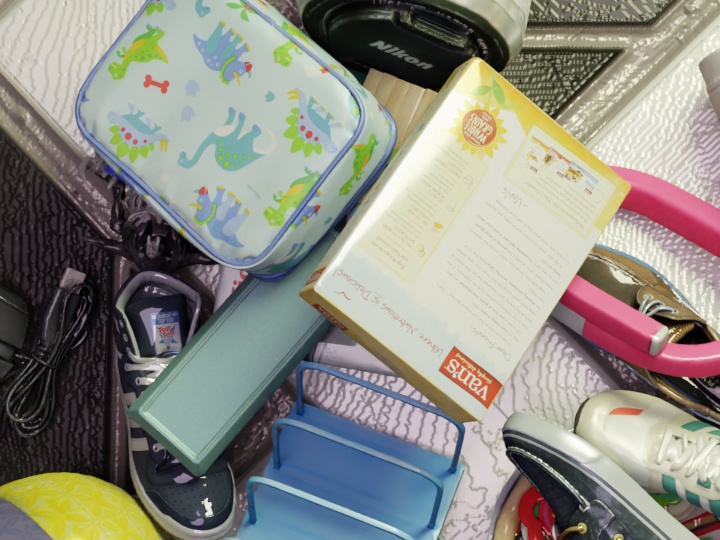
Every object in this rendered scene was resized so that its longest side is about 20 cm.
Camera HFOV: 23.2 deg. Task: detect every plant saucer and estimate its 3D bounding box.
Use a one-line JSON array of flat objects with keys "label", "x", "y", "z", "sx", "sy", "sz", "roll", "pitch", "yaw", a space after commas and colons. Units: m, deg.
[{"label": "plant saucer", "x": -0.073, "y": 0.047, "z": 1.230, "sx": 0.070, "sy": 0.019, "sz": 0.200, "roll": 41, "pitch": 83, "yaw": 3}]

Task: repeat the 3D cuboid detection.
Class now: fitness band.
[{"label": "fitness band", "x": 0.200, "y": -0.004, "z": 1.231, "sx": 0.200, "sy": 0.037, "sz": 0.144, "roll": 33, "pitch": 55, "yaw": 26}]

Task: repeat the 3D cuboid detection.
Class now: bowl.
[{"label": "bowl", "x": -0.181, "y": 0.222, "z": 1.296, "sx": 0.108, "sy": 0.200, "sz": 0.200, "roll": -33, "pitch": 83, "yaw": -29}]

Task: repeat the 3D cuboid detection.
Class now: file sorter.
[{"label": "file sorter", "x": -0.020, "y": 0.185, "z": 1.237, "sx": 0.138, "sy": 0.123, "sz": 0.200, "roll": 20, "pitch": 65, "yaw": 7}]

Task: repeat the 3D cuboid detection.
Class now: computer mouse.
[{"label": "computer mouse", "x": -0.315, "y": 0.032, "z": 1.361, "sx": 0.200, "sy": 0.053, "sz": 0.139, "roll": 24, "pitch": 95, "yaw": 9}]

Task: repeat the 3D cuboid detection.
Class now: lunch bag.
[{"label": "lunch bag", "x": -0.089, "y": -0.100, "z": 1.204, "sx": 0.200, "sy": 0.082, "sz": 0.161, "roll": 41, "pitch": 98, "yaw": 21}]

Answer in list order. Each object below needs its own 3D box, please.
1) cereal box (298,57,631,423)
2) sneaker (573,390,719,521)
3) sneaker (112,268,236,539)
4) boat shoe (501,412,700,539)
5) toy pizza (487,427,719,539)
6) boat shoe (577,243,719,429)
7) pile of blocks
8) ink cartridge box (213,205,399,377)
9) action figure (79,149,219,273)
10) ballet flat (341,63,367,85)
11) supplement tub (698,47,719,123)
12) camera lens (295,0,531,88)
[{"label": "cereal box", "x": 0.071, "y": -0.020, "z": 1.160, "sx": 0.144, "sy": 0.040, "sz": 0.200, "roll": 39, "pitch": 73, "yaw": -12}, {"label": "sneaker", "x": 0.248, "y": 0.133, "z": 1.215, "sx": 0.199, "sy": 0.093, "sz": 0.070, "roll": 29, "pitch": 68, "yaw": -7}, {"label": "sneaker", "x": -0.135, "y": 0.090, "z": 1.261, "sx": 0.070, "sy": 0.109, "sz": 0.200, "roll": -9, "pitch": 51, "yaw": -18}, {"label": "boat shoe", "x": 0.161, "y": 0.188, "z": 1.205, "sx": 0.200, "sy": 0.071, "sz": 0.091, "roll": 39, "pitch": 74, "yaw": 4}, {"label": "toy pizza", "x": 0.190, "y": 0.205, "z": 1.257, "sx": 0.199, "sy": 0.032, "sz": 0.201, "roll": 1, "pitch": 75, "yaw": -2}, {"label": "boat shoe", "x": 0.216, "y": 0.045, "z": 1.261, "sx": 0.200, "sy": 0.072, "sz": 0.072, "roll": 35, "pitch": 94, "yaw": 7}, {"label": "pile of blocks", "x": 0.028, "y": -0.037, "z": 1.221, "sx": 0.082, "sy": 0.062, "sz": 0.201, "roll": -2, "pitch": 81, "yaw": 26}, {"label": "ink cartridge box", "x": 0.000, "y": 0.000, "z": 1.293, "sx": 0.199, "sy": 0.083, "sz": 0.147, "roll": 9, "pitch": 91, "yaw": 10}, {"label": "action figure", "x": -0.148, "y": -0.070, "z": 1.310, "sx": 0.118, "sy": 0.102, "sz": 0.201, "roll": 7, "pitch": 88, "yaw": 7}, {"label": "ballet flat", "x": 0.046, "y": -0.103, "z": 1.294, "sx": 0.200, "sy": 0.069, "sz": 0.070, "roll": 24, "pitch": 94, "yaw": 23}, {"label": "supplement tub", "x": 0.331, "y": -0.079, "z": 1.213, "sx": 0.132, "sy": 0.132, "sz": 0.200, "roll": -25, "pitch": 86, "yaw": 9}, {"label": "camera lens", "x": 0.048, "y": -0.239, "z": 1.226, "sx": 0.159, "sy": 0.160, "sz": 0.201, "roll": 10, "pitch": 72, "yaw": 9}]
